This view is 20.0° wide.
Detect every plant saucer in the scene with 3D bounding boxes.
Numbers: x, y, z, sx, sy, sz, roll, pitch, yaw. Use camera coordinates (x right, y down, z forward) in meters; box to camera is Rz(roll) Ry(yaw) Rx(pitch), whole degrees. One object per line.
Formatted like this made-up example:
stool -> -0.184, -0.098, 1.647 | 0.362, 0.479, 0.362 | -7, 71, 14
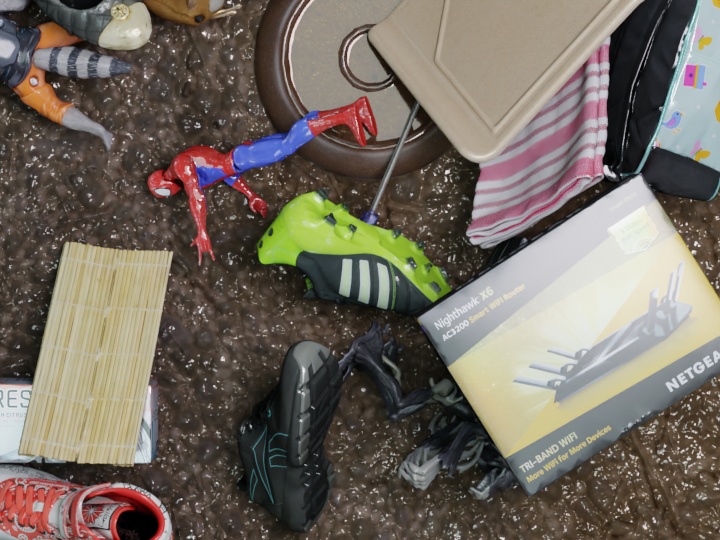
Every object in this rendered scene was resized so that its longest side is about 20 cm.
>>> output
plant saucer -> 0.010, -0.177, 1.712 | 0.199, 0.034, 0.202 | 0, 91, -2

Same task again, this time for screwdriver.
screwdriver -> 0.018, -0.063, 1.705 | 0.028, 0.029, 0.201 | 30, 100, 30

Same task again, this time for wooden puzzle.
wooden puzzle -> 0.120, -0.204, 1.622 | 0.200, 0.037, 0.185 | -44, 51, 10

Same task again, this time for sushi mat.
sushi mat -> -0.217, 0.067, 1.677 | 0.095, 0.012, 0.201 | 7, 62, 1

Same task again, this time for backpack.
backpack -> 0.255, -0.163, 1.643 | 0.152, 0.176, 0.201 | 9, 95, -23

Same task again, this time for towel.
towel -> 0.142, -0.127, 1.625 | 0.030, 0.146, 0.201 | 24, 55, -28

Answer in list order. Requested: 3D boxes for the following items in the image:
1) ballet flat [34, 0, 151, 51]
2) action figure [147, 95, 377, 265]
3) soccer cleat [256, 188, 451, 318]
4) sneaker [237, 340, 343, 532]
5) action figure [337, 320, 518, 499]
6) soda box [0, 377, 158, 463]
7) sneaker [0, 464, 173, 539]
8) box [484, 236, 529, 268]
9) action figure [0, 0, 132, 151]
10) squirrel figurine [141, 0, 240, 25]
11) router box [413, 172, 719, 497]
ballet flat -> -0.244, -0.249, 1.639 | 0.200, 0.057, 0.066 | 44, 65, 11
action figure -> -0.080, -0.072, 1.689 | 0.199, 0.065, 0.100 | -12, 101, 17
soccer cleat -> 0.000, 0.000, 1.675 | 0.081, 0.068, 0.199 | -40, 131, 25
sneaker -> -0.065, 0.133, 1.660 | 0.079, 0.075, 0.201 | 23, 133, 19
action figure -> 0.066, 0.136, 1.683 | 0.200, 0.119, 0.102 | 37, 81, 8
soda box -> -0.269, 0.125, 1.701 | 0.198, 0.064, 0.069 | 0, 91, 0
sneaker -> -0.249, 0.195, 1.674 | 0.200, 0.108, 0.068 | 17, 70, -3
box -> 0.140, 0.048, 1.635 | 0.106, 0.200, 0.123 | 27, 91, -1
action figure -> -0.279, -0.208, 1.676 | 0.192, 0.105, 0.201 | 14, 92, -10
squirrel figurine -> -0.126, -0.304, 1.675 | 0.186, 0.141, 0.200 | -39, 77, 11
router box -> 0.163, 0.047, 1.508 | 0.199, 0.052, 0.158 | -33, 92, 0
